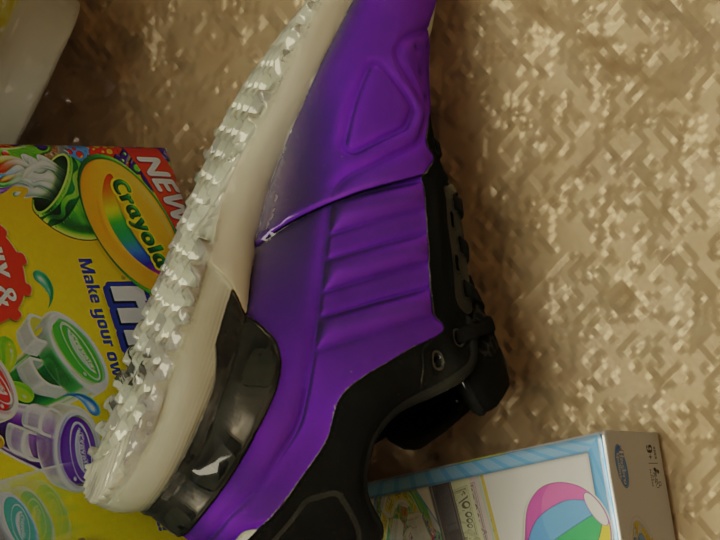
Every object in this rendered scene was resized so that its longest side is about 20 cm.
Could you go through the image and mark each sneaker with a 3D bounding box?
[{"bbox_3d":[0.000,0.000,0.776,0.070,0.099,0.200,-45,20,59],"label":"sneaker"}]

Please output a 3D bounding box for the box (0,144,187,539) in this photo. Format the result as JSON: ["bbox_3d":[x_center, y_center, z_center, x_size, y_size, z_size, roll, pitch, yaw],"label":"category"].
[{"bbox_3d":[-0.133,0.078,0.768,0.122,0.192,0.200,-43,58,44],"label":"box"}]

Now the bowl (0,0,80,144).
[{"bbox_3d":[-0.152,-0.072,0.853,0.108,0.200,0.200,27,104,-10],"label":"bowl"}]

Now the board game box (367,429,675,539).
[{"bbox_3d":[0.034,0.155,0.772,0.134,0.034,0.200,-14,78,32],"label":"board game box"}]
